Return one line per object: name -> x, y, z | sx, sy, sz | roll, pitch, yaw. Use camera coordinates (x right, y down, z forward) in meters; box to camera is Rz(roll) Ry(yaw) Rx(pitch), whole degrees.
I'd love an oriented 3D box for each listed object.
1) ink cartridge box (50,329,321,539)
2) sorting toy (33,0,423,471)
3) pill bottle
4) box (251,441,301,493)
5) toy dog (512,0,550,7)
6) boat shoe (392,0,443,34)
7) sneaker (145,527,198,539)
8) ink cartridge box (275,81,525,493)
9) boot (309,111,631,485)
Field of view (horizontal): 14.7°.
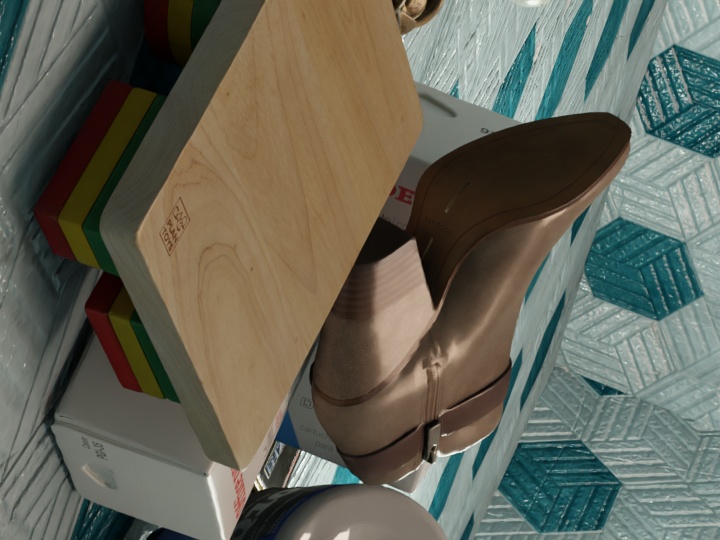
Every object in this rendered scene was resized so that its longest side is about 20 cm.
ink cartridge box -> -0.067, 0.019, 1.358 | 0.147, 0.083, 0.200 | 88, 25, -70
sorting toy -> -0.058, -0.050, 1.200 | 0.199, 0.070, 0.200 | -63, 156, -25
pill bottle -> -0.033, 0.180, 1.598 | 0.114, 0.114, 0.200 | -67, -162, -15
box -> -0.041, 0.041, 1.703 | 0.160, 0.049, 0.200 | 73, 39, -74
toy dog -> 0.179, -0.290, 2.112 | 0.200, 0.096, 0.132 | 101, 13, -49
boat shoe -> 0.006, -0.157, 1.450 | 0.200, 0.064, 0.071 | -29, 139, -77
sneaker -> -0.117, 0.190, 1.529 | 0.200, 0.082, 0.074 | -111, -153, -74
ink cartridge box -> 0.000, 0.000, 1.522 | 0.084, 0.145, 0.200 | -53, 162, -59
boot -> 0.058, 0.019, 1.417 | 0.200, 0.070, 0.146 | -26, 132, -21
